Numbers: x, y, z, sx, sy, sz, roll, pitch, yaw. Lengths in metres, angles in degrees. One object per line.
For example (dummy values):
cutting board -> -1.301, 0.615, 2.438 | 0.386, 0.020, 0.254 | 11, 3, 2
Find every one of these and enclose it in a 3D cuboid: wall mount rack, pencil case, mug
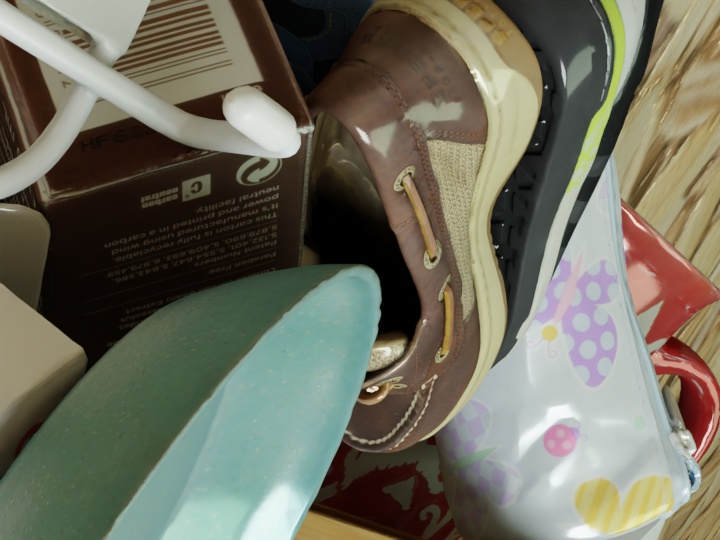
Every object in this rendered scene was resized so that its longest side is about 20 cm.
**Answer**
wall mount rack -> -0.062, -0.117, 0.557 | 0.174, 0.074, 0.201 | 31, 77, -35
pencil case -> 0.058, -0.002, 0.915 | 0.091, 0.201, 0.083 | -8, -172, 39
mug -> 0.042, 0.053, 1.028 | 0.200, 0.177, 0.133 | -48, 179, 3

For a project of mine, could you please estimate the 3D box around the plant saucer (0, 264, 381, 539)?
plant saucer -> -0.062, 0.078, 0.625 | 0.200, 0.036, 0.200 | -56, 168, -18

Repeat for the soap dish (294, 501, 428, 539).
soap dish -> 0.016, 0.132, 0.917 | 0.157, 0.199, 0.081 | -177, -74, -77

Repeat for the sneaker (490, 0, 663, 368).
sneaker -> 0.054, -0.040, 0.814 | 0.083, 0.072, 0.200 | -42, 167, -35

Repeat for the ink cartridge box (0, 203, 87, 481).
ink cartridge box -> -0.164, 0.058, 0.597 | 0.200, 0.125, 0.129 | -38, 158, -39

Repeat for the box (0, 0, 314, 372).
box -> -0.065, -0.013, 0.718 | 0.075, 0.100, 0.200 | -17, 150, -12

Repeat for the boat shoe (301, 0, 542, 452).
boat shoe -> 0.000, 0.000, 0.751 | 0.072, 0.072, 0.200 | -43, 163, -29

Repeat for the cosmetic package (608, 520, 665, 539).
cosmetic package -> 0.053, 0.129, 1.222 | 0.052, 0.151, 0.200 | -41, 159, -30

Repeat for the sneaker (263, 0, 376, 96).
sneaker -> -0.027, -0.064, 0.784 | 0.082, 0.074, 0.200 | -47, 161, -7
